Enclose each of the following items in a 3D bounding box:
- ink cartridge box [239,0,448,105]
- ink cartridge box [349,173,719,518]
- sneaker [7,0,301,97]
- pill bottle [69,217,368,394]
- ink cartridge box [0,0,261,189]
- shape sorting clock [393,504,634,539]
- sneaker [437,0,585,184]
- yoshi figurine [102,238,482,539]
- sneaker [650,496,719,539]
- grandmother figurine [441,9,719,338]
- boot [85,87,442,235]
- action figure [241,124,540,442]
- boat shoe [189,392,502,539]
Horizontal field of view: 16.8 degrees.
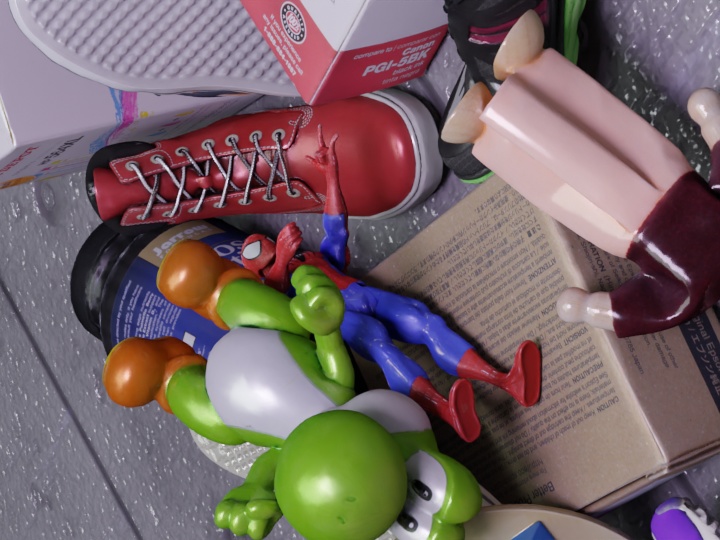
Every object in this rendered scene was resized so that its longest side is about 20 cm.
[{"bbox_3d":[0.003,-0.205,1.220,0.147,0.082,0.200,58,143,22],"label":"ink cartridge box"},{"bbox_3d":[0.087,0.044,1.209,0.200,0.075,0.166,-37,74,53],"label":"ink cartridge box"},{"bbox_3d":[-0.107,-0.131,1.309,0.079,0.199,0.079,14,92,58],"label":"sneaker"},{"bbox_3d":[-0.080,0.033,1.407,0.200,0.111,0.113,26,124,46],"label":"pill bottle"},{"bbox_3d":[-0.179,-0.125,1.405,0.128,0.199,0.126,-26,82,55],"label":"ink cartridge box"},{"bbox_3d":[0.070,0.203,1.176,0.039,0.198,0.201,-91,2,-68],"label":"shape sorting clock"},{"bbox_3d":[0.065,-0.134,1.150,0.077,0.083,0.201,-114,33,-52],"label":"sneaker"},{"bbox_3d":[-0.035,0.066,1.133,0.199,0.112,0.113,33,144,31],"label":"yoshi figurine"},{"bbox_3d":[0.160,0.208,1.122,0.070,0.099,0.201,18,-131,-82],"label":"sneaker"},{"bbox_3d":[0.132,-0.023,1.087,0.199,0.061,0.122,36,99,12],"label":"grandmother figurine"},{"bbox_3d":[-0.060,-0.051,1.318,0.199,0.144,0.073,-1,101,53],"label":"boot"},{"bbox_3d":[0.000,0.000,1.193,0.199,0.065,0.100,25,131,47],"label":"action figure"},{"bbox_3d":[0.003,0.097,1.235,0.199,0.062,0.075,25,120,30],"label":"boat shoe"}]
